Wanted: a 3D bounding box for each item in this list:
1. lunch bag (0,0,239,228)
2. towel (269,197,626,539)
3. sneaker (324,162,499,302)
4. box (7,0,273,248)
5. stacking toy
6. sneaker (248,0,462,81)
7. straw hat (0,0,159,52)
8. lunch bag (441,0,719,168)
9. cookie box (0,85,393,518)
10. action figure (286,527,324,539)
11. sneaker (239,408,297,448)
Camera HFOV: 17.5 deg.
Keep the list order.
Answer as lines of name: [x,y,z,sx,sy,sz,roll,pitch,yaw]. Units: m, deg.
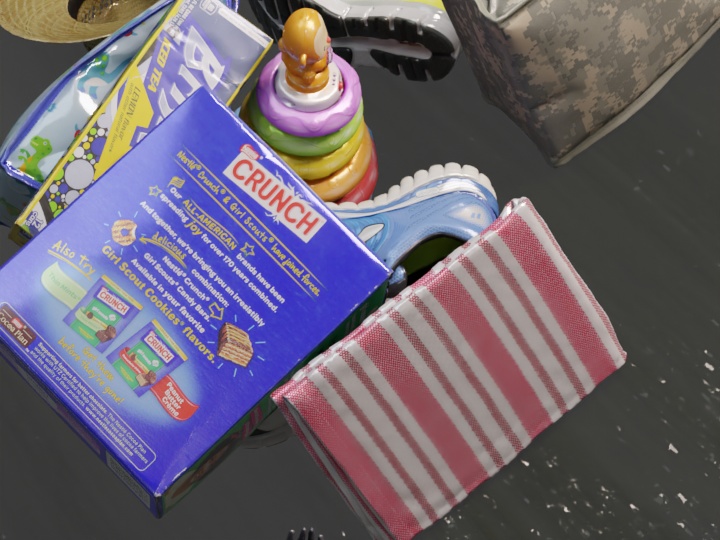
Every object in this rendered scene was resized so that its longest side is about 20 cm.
lunch bag: [-0.162,-0.104,1.641,0.200,0.127,0.170,-57,8,-16]
towel: [0.056,0.063,1.432,0.200,0.146,0.030,-39,34,-7]
sneaker: [0.000,0.000,1.555,0.200,0.079,0.089,-22,45,8]
box: [-0.143,-0.086,1.521,0.200,0.070,0.064,-56,8,-13]
stacking toy: [-0.038,-0.108,1.563,0.110,0.200,0.116,9,58,1]
sneaker: [0.004,-0.198,1.723,0.200,0.078,0.090,18,55,29]
straw hat: [-0.176,-0.201,1.800,0.201,0.085,0.201,-10,39,9]
lunch bag: [0.162,-0.199,1.575,0.200,0.164,0.118,-36,50,-5]
cookie box: [-0.108,0.019,1.431,0.200,0.075,0.171,-43,82,-14]
action figure: [-0.051,0.248,1.366,0.119,0.102,0.200,-13,47,1]
sneaker: [-0.034,0.061,1.523,0.200,0.080,0.074,-11,52,21]
